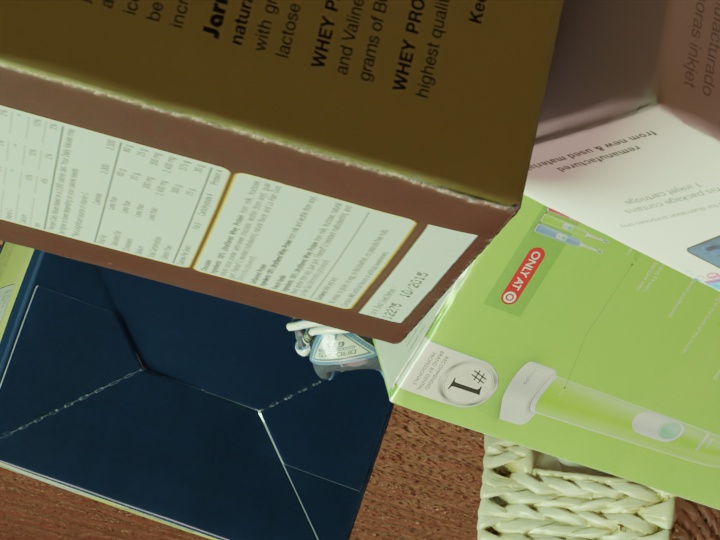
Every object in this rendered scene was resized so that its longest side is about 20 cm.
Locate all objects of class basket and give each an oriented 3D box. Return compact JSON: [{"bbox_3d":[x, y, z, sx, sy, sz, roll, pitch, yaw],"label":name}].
[{"bbox_3d":[0.156,0.167,1.403,0.135,0.124,0.200,5,160,20],"label":"basket"}]

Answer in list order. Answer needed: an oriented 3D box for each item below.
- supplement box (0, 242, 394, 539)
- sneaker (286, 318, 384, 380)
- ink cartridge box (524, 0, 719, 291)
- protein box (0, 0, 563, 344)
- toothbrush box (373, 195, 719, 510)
[{"bbox_3d":[-0.106,0.063,1.174,0.200,0.135,0.200,22,172,-15],"label":"supplement box"},{"bbox_3d":[0.000,0.000,0.923,0.077,0.085,0.200,1,156,35],"label":"sneaker"},{"bbox_3d":[0.140,-0.067,0.656,0.200,0.146,0.087,25,157,-33],"label":"ink cartridge box"},{"bbox_3d":[-0.051,-0.112,0.560,0.199,0.199,0.135,15,162,-7],"label":"protein box"},{"bbox_3d":[0.122,0.002,0.861,0.200,0.086,0.146,19,118,-21],"label":"toothbrush box"}]
